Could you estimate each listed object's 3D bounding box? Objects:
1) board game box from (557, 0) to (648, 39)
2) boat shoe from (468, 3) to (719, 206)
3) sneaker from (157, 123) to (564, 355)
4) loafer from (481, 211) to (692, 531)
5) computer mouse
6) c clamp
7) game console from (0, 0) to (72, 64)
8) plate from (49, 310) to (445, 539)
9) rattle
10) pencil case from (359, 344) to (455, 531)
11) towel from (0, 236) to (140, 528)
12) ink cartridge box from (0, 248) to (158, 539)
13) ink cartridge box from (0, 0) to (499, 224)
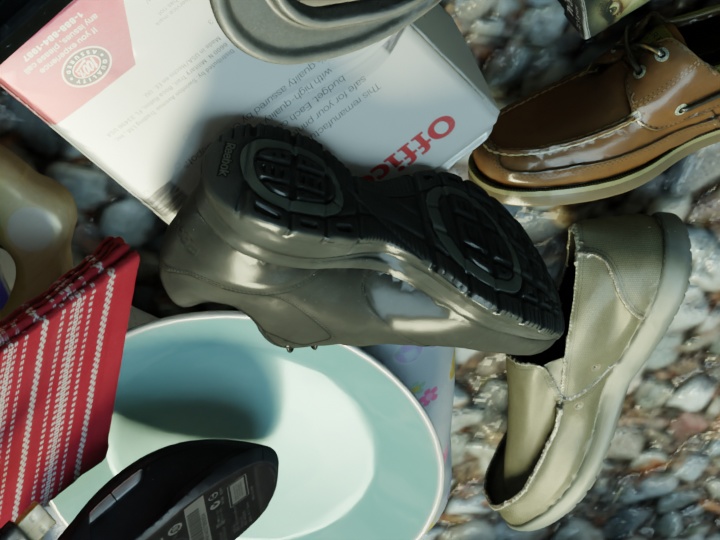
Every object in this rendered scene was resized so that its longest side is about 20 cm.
[{"bbox_3d":[0.138,-0.189,1.228,0.135,0.028,0.200,-32,154,-5],"label":"board game box"},{"bbox_3d":[0.140,-0.091,1.356,0.199,0.072,0.068,-19,132,-16],"label":"boat shoe"},{"bbox_3d":[0.000,0.000,1.272,0.199,0.076,0.091,20,132,-26],"label":"sneaker"},{"bbox_3d":[0.102,0.047,1.469,0.069,0.075,0.201,14,121,-16],"label":"loafer"},{"bbox_3d":[-0.130,0.122,1.311,0.200,0.046,0.141,-38,154,-12],"label":"computer mouse"},{"bbox_3d":[0.015,-0.178,1.162,0.170,0.027,0.201,-7,120,-29],"label":"c clamp"},{"bbox_3d":[-0.157,-0.190,1.053,0.200,0.176,0.117,-44,153,-14],"label":"game console"},{"bbox_3d":[-0.058,0.088,1.383,0.198,0.026,0.201,2,132,2],"label":"plate"},{"bbox_3d":[-0.210,0.042,1.273,0.130,0.143,0.201,27,110,-23],"label":"rattle"},{"bbox_3d":[0.003,0.050,1.417,0.090,0.083,0.201,-16,135,-14],"label":"pencil case"},{"bbox_3d":[-0.173,0.080,1.256,0.200,0.022,0.145,-37,151,-40],"label":"towel"},{"bbox_3d":[-0.195,0.081,1.402,0.199,0.044,0.198,26,118,-35],"label":"ink cartridge box"},{"bbox_3d":[-0.056,-0.099,1.259,0.146,0.083,0.200,-37,133,14],"label":"ink cartridge box"}]
